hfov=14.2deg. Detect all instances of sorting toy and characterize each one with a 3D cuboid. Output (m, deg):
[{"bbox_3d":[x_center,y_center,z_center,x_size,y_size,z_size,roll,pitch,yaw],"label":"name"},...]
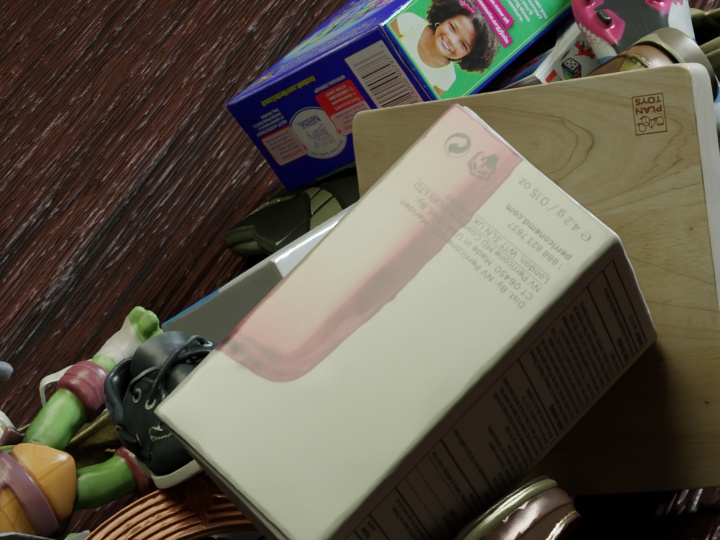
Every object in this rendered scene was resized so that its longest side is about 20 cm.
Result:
[{"bbox_3d":[0.105,0.008,1.432,0.200,0.200,0.070,-6,1,37],"label":"sorting toy"}]

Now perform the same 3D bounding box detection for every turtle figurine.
[{"bbox_3d":[-0.163,0.096,1.571,0.194,0.200,0.144,-34,46,-30],"label":"turtle figurine"}]

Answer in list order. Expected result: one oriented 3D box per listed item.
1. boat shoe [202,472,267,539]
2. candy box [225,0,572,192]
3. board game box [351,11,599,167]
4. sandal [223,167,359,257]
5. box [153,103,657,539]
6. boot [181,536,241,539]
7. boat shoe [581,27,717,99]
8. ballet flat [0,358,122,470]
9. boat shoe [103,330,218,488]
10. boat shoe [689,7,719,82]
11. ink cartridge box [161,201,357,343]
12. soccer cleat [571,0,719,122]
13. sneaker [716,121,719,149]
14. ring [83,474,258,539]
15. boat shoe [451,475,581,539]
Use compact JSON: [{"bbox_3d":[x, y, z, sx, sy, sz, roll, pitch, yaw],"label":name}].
[{"bbox_3d":[-0.053,0.107,1.534,0.200,0.067,0.074,-34,24,-14],"label":"boat shoe"},{"bbox_3d":[0.041,-0.147,1.784,0.200,0.077,0.169,-44,14,-36],"label":"candy box"},{"bbox_3d":[0.084,-0.113,1.819,0.200,0.035,0.126,-23,20,49],"label":"board game box"},{"bbox_3d":[-0.029,-0.021,1.792,0.080,0.057,0.201,-32,8,-11],"label":"sandal"},{"bbox_3d":[0.024,0.046,1.320,0.200,0.128,0.109,-45,65,-7],"label":"box"},{"bbox_3d":[-0.119,0.207,1.429,0.199,0.068,0.131,-9,44,24],"label":"boot"},{"bbox_3d":[0.124,-0.071,1.608,0.068,0.072,0.200,-34,-11,-26],"label":"boat shoe"},{"bbox_3d":[-0.185,0.099,1.696,0.200,0.071,0.071,-28,23,2],"label":"ballet flat"},{"bbox_3d":[-0.091,0.063,1.461,0.074,0.066,0.199,-35,5,-10],"label":"boat shoe"},{"bbox_3d":[0.219,-0.142,1.747,0.200,0.063,0.073,-7,31,40],"label":"boat shoe"},{"bbox_3d":[0.000,0.000,1.614,0.200,0.067,0.116,-33,2,-42],"label":"ink cartridge box"},{"bbox_3d":[0.167,-0.119,1.699,0.070,0.087,0.200,-10,37,-1],"label":"soccer cleat"},{"bbox_3d":[0.133,-0.011,1.554,0.118,0.074,0.201,-5,34,31],"label":"sneaker"},{"bbox_3d":[-0.066,0.172,1.372,0.200,0.019,0.201,-8,47,9],"label":"ring"},{"bbox_3d":[0.044,0.173,1.302,0.200,0.067,0.072,-45,-14,-37],"label":"boat shoe"}]
